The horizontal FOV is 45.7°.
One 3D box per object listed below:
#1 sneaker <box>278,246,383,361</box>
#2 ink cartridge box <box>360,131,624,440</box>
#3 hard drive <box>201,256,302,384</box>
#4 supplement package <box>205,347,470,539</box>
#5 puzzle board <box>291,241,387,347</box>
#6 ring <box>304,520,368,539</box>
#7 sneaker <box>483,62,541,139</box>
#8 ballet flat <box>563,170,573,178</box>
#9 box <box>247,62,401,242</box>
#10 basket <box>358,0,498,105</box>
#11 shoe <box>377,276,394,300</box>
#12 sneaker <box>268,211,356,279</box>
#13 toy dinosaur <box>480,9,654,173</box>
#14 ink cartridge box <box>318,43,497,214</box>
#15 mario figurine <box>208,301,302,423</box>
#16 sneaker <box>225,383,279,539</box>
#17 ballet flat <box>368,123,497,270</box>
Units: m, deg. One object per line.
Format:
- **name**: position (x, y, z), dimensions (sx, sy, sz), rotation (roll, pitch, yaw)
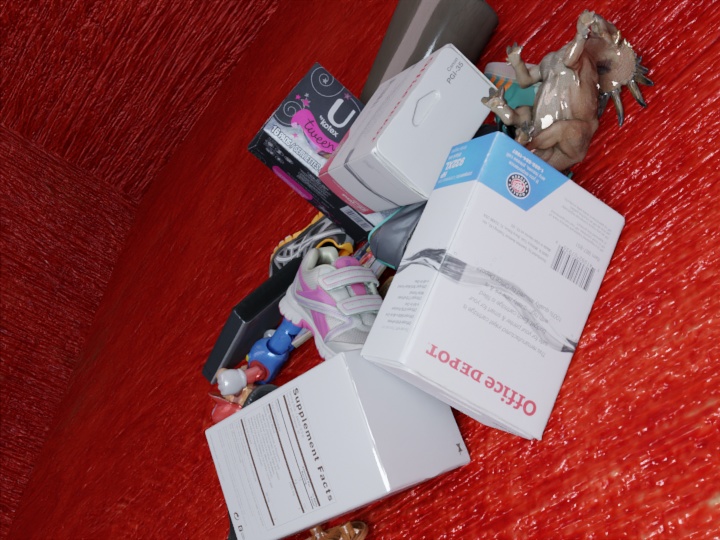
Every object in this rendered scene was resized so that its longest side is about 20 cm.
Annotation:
- **sneaker**: position (-0.016, 0.036, 0.883), dimensions (0.199, 0.081, 0.089), rotation (34, 118, 45)
- **ink cartridge box**: position (0.110, 0.014, 0.704), dimensions (0.083, 0.144, 0.202), rotation (-2, 61, 66)
- **hard drive**: position (-0.153, 0.074, 1.232), dimensions (0.139, 0.033, 0.200), rotation (-41, -9, -37)
- **supplement package**: position (-0.024, 0.158, 0.773), dimensions (0.199, 0.120, 0.121), rotation (-32, 71, 36)
- **puzzle board**: position (0.000, 0.000, 1.051), dimensions (0.150, 0.017, 0.201), rotation (-38, 12, 45)
- **ring**: position (-0.083, 0.283, 0.802), dimensions (0.198, 0.019, 0.200), rotation (-28, -4, -2)
- **sneaker**: position (0.166, -0.173, 0.909), dimensions (0.200, 0.070, 0.081), rotation (-120, 46, -76)
- **ballet flat**: position (0.132, -0.022, 0.802), dimensions (0.202, 0.062, 0.069), rotation (-63, -6, -12)
- **box**: position (-0.027, -0.146, 1.093), dimensions (0.115, 0.199, 0.132), rotation (-54, 12, -12)
- **basket**: position (0.078, -0.267, 1.148), dimensions (0.202, 0.135, 0.180), rotation (-64, 15, 1)
- **shoe**: position (0.022, 0.059, 0.978), dimensions (0.200, 0.053, 0.071), rotation (144, 132, -63)
- **sneaker**: position (-0.072, -0.016, 1.246), dimensions (0.200, 0.078, 0.078), rotation (-46, 34, 35)
- **toy dinosaur**: position (0.190, -0.146, 0.768), dimensions (0.086, 0.135, 0.202), rotation (30, 96, 51)
- **ink cartridge box**: position (0.047, -0.147, 0.941), dimensions (0.147, 0.082, 0.200), rotation (-55, 15, -11)
- **mario figurine**: position (-0.150, 0.123, 1.188), dimensions (0.106, 0.123, 0.201), rotation (32, 86, 43)
- **sneaker**: position (-0.118, 0.225, 0.928), dimensions (0.104, 0.059, 0.203), rotation (164, 108, -68)
- **ballet flat**: position (0.097, -0.073, 0.951), dimensions (0.200, 0.073, 0.073), rotation (-44, 23, 1)
